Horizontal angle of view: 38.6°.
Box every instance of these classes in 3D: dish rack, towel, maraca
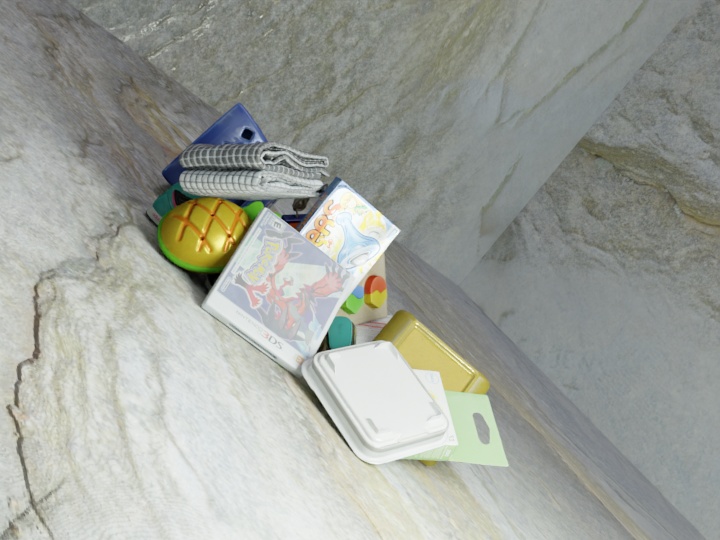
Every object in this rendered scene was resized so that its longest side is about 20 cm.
[{"bbox_3d":[0.028,0.176,1.472,0.171,0.044,0.200,-7,48,-38],"label":"dish rack"},{"bbox_3d":[-0.161,-0.157,1.606,0.165,0.086,0.200,1,1,32],"label":"towel"},{"bbox_3d":[-0.213,-0.056,1.588,0.199,0.107,0.138,-7,59,-20],"label":"maraca"}]

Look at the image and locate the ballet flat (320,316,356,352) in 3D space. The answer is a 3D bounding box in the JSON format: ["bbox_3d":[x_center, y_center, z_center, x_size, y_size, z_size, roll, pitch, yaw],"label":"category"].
[{"bbox_3d":[-0.035,0.147,1.581,0.071,0.071,0.200,37,25,-17],"label":"ballet flat"}]

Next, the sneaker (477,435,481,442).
[{"bbox_3d":[0.101,0.251,1.667,0.200,0.073,0.085,30,7,19],"label":"sneaker"}]

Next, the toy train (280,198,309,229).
[{"bbox_3d":[-0.092,-0.051,1.695,0.084,0.201,0.116,-5,33,-28],"label":"toy train"}]

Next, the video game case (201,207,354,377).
[{"bbox_3d":[-0.118,0.030,1.538,0.182,0.200,0.023,38,-37,-14],"label":"video game case"}]

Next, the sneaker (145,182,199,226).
[{"bbox_3d":[-0.243,-0.080,1.692,0.200,0.121,0.084,39,8,4],"label":"sneaker"}]

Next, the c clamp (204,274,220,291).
[{"bbox_3d":[-0.168,0.062,1.627,0.200,0.027,0.171,38,13,-21],"label":"c clamp"}]

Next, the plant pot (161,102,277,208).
[{"bbox_3d":[-0.241,-0.180,1.965,0.180,0.200,0.200,47,-2,-3],"label":"plant pot"}]

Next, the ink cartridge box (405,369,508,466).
[{"bbox_3d":[0.124,0.219,1.545,0.199,0.048,0.146,6,42,-16],"label":"ink cartridge box"}]

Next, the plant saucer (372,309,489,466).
[{"bbox_3d":[0.095,0.175,1.640,0.200,0.200,0.048,40,-36,4],"label":"plant saucer"}]

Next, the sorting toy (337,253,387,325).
[{"bbox_3d":[0.000,0.000,1.771,0.036,0.186,0.200,0,6,29],"label":"sorting toy"}]

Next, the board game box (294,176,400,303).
[{"bbox_3d":[-0.049,-0.029,1.640,0.135,0.200,0.034,39,-2,-23],"label":"board game box"}]

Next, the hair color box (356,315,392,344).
[{"bbox_3d":[0.011,0.128,1.782,0.110,0.064,0.200,7,15,-7],"label":"hair color box"}]
